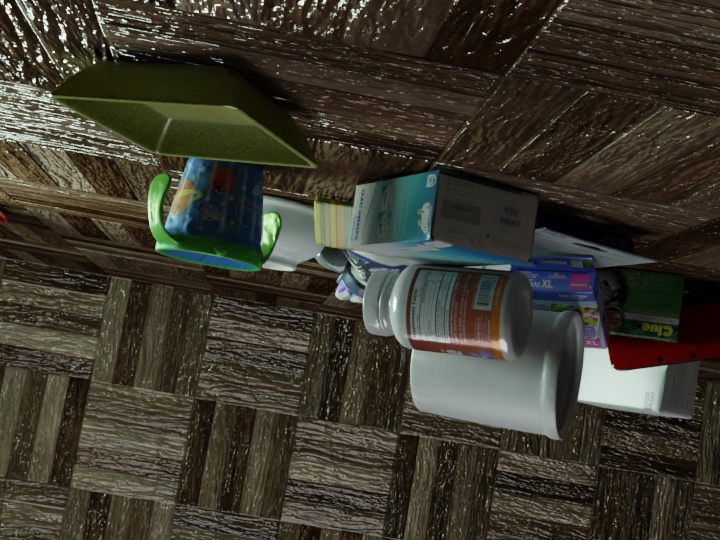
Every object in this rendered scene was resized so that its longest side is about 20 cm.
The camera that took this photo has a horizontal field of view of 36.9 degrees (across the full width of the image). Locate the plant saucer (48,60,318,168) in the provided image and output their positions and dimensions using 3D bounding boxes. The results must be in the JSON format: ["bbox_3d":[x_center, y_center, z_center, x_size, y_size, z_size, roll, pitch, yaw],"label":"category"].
[{"bbox_3d":[-0.162,-0.154,1.046,0.199,0.048,0.200,6,172,20],"label":"plant saucer"}]

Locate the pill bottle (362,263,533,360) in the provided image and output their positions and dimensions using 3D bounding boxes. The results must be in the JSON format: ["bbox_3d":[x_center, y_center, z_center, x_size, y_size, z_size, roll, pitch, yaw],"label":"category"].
[{"bbox_3d":[0.110,0.049,1.369,0.199,0.113,0.112,5,172,24],"label":"pill bottle"}]

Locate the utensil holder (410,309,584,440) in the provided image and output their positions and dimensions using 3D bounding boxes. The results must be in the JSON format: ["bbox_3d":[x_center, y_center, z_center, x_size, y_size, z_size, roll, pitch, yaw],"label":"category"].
[{"bbox_3d":[0.187,0.129,1.461,0.199,0.171,0.170,6,172,23],"label":"utensil holder"}]

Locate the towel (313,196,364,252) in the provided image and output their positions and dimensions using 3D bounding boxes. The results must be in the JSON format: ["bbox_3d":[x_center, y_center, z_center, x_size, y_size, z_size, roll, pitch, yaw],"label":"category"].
[{"bbox_3d":[0.034,-0.056,1.507,0.199,0.018,0.086,8,136,8],"label":"towel"}]

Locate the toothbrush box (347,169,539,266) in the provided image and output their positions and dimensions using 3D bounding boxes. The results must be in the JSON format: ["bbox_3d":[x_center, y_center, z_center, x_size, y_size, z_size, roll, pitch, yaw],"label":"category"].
[{"bbox_3d":[0.096,-0.057,1.311,0.146,0.086,0.200,12,172,-27],"label":"toothbrush box"}]

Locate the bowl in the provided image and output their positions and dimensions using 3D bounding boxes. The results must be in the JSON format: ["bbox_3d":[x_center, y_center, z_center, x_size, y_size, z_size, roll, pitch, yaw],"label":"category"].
[{"bbox_3d":[-0.137,-0.052,1.649,0.200,0.091,0.201,9,173,1],"label":"bowl"}]

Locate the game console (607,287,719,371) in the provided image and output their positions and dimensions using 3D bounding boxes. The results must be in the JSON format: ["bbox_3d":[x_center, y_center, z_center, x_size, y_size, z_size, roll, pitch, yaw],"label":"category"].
[{"bbox_3d":[0.488,0.102,1.710,0.199,0.119,0.172,-8,165,10],"label":"game console"}]

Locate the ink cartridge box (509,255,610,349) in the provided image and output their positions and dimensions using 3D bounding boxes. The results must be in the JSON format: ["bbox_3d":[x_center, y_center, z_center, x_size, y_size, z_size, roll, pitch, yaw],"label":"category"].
[{"bbox_3d":[0.271,0.045,1.482,0.119,0.042,0.200,3,148,21],"label":"ink cartridge box"}]

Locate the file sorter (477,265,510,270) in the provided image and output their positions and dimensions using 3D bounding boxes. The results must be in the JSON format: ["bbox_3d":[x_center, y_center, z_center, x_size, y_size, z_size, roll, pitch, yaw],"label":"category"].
[{"bbox_3d":[0.183,0.062,1.623,0.139,0.125,0.200,0,133,50],"label":"file sorter"}]

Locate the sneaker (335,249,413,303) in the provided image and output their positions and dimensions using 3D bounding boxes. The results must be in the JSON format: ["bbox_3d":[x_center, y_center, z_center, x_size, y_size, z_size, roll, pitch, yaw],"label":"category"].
[{"bbox_3d":[0.000,0.000,1.647,0.146,0.081,0.200,-44,150,24],"label":"sneaker"}]

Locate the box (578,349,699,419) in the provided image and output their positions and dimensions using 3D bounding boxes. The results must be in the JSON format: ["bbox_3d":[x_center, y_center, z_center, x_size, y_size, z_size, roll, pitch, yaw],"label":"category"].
[{"bbox_3d":[0.524,0.168,2.047,0.200,0.200,0.130,3,170,44],"label":"box"}]

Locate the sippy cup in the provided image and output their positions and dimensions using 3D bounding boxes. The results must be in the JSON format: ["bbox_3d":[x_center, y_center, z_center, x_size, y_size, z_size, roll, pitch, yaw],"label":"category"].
[{"bbox_3d":[-0.178,-0.075,1.355,0.139,0.131,0.178,10,173,7],"label":"sippy cup"}]

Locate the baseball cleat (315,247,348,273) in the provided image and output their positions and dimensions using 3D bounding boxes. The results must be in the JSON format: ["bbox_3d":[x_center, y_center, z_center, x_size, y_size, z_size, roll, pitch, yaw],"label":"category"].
[{"bbox_3d":[0.029,-0.031,1.761,0.199,0.070,0.106,7,160,-13],"label":"baseball cleat"}]

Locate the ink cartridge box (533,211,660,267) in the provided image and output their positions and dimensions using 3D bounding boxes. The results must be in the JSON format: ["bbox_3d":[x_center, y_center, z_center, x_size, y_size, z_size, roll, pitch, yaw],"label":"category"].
[{"bbox_3d":[0.252,-0.042,1.411,0.196,0.043,0.200,14,168,-29],"label":"ink cartridge box"}]

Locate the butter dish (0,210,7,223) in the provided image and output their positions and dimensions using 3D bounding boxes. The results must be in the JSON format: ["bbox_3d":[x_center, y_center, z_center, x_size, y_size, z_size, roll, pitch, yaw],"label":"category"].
[{"bbox_3d":[-0.822,-0.072,2.167,0.199,0.148,0.200,11,172,-15],"label":"butter dish"}]

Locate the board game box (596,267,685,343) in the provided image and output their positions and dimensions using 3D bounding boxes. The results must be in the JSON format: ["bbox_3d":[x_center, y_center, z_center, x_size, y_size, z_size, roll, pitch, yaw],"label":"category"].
[{"bbox_3d":[0.391,0.047,1.661,0.199,0.105,0.023,8,167,17],"label":"board game box"}]
